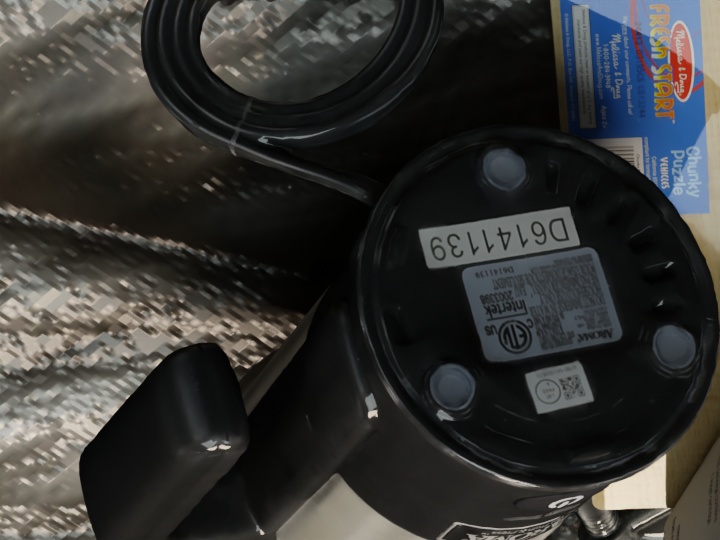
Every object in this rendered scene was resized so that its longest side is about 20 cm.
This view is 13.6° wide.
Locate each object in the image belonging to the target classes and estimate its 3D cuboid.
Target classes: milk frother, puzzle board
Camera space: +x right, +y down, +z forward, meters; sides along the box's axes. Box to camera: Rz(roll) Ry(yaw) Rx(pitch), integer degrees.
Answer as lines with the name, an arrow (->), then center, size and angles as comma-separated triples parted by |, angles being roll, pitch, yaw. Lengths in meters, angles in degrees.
milk frother -> 0.000, 0.000, 0.991 | 0.179, 0.201, 0.188 | 8, 156, -16
puzzle board -> 0.145, -0.010, 0.999 | 0.150, 0.017, 0.201 | -2, 118, 9

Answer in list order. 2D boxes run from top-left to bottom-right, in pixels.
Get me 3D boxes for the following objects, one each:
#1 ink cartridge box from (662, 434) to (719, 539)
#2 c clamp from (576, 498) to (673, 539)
ink cartridge box -> 0.204, 0.060, 0.972 | 0.145, 0.084, 0.201 | 25, 120, -6
c clamp -> 0.140, 0.137, 1.180 | 0.170, 0.027, 0.200 | -24, 127, 14
